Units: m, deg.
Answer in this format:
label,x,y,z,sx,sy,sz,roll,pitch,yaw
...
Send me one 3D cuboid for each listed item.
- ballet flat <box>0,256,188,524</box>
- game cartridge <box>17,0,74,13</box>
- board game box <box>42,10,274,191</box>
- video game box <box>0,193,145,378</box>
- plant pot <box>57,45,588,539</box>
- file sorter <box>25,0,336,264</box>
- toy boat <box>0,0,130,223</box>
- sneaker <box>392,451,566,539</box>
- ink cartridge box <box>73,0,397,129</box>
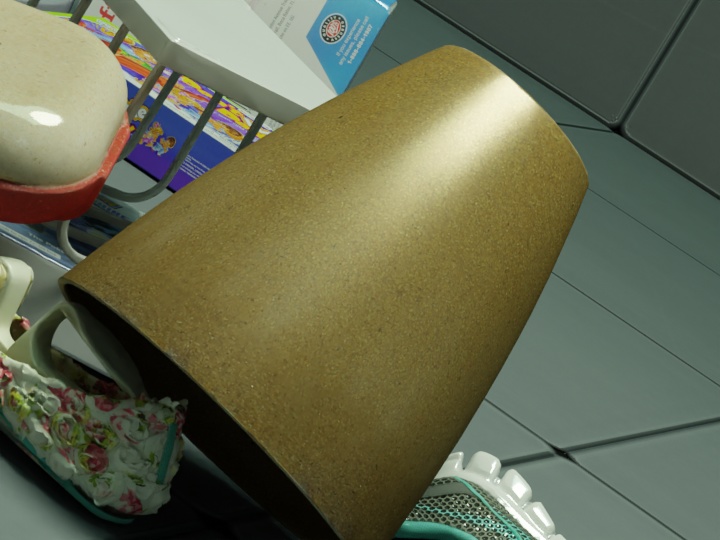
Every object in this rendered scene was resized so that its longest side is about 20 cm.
label,x,y,z,sx,sy,sz,roll,pitch,yaw
ballet flat,-0.148,0.033,1.208,0.200,0.064,0.076,35,13,23
game cartridge,-0.280,-0.209,1.946,0.133,0.040,0.200,30,11,13
board game box,-0.131,-0.102,1.843,0.200,0.045,0.134,34,12,14
video game box,-0.189,-0.028,1.405,0.200,0.047,0.182,29,10,-12
plant pot,0.000,0.000,1.231,0.186,0.200,0.186,41,-11,10
file sorter,-0.109,-0.080,1.400,0.139,0.125,0.200,24,14,-36
toy boat,-0.212,-0.060,1.256,0.200,0.131,0.131,21,30,-1
sneaker,0.081,0.163,1.265,0.200,0.078,0.091,33,27,28
ink cartridge box,-0.095,-0.184,2.025,0.200,0.145,0.085,31,12,-2
